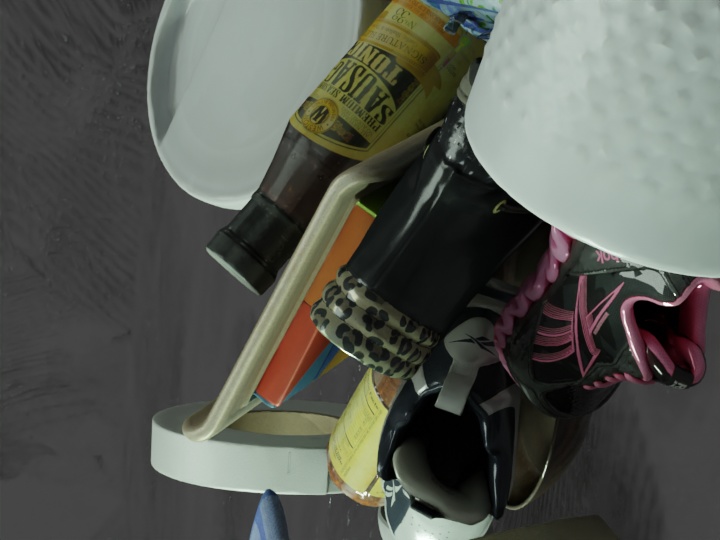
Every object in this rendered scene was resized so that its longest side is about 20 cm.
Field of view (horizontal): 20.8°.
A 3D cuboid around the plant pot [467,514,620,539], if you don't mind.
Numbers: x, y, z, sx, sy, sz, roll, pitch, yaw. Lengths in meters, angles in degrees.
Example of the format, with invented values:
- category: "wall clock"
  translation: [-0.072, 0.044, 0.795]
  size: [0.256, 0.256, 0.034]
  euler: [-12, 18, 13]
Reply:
- category: "plant pot"
  translation: [0.057, 0.250, 0.994]
  size: [0.200, 0.176, 0.201]
  euler: [-130, 43, -72]

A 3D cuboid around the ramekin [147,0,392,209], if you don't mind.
- category: "ramekin"
  translation: [-0.034, -0.128, 1.196]
  size: [0.202, 0.094, 0.203]
  euler: [-16, 68, 44]

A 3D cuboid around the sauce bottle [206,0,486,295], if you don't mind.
- category: "sauce bottle"
  translation: [-0.004, -0.073, 1.064]
  size: [0.200, 0.066, 0.066]
  euler: [-51, 11, -7]

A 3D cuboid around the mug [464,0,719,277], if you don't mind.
- category: "mug"
  translation: [0.143, -0.122, 0.763]
  size: [0.200, 0.147, 0.176]
  euler: [-53, -15, -56]

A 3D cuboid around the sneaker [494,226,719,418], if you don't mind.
- category: "sneaker"
  translation: [0.125, 0.028, 0.941]
  size: [0.096, 0.079, 0.200]
  euler: [59, 158, 27]

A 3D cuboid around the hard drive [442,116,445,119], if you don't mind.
- category: "hard drive"
  translation: [0.029, -0.050, 1.212]
  size: [0.200, 0.033, 0.140]
  euler: [-33, 48, 52]

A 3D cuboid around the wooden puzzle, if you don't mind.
- category: "wooden puzzle"
  translation: [0.000, 0.000, 1.065]
  size: [0.200, 0.037, 0.185]
  euler: [-56, -12, 29]

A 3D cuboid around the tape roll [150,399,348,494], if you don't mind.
- category: "tape roll"
  translation: [-0.058, 0.131, 1.479]
  size: [0.203, 0.202, 0.037]
  euler: [-151, 63, -76]

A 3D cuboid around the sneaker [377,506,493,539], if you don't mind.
- category: "sneaker"
  translation: [0.056, 0.194, 1.251]
  size: [0.200, 0.073, 0.085]
  euler: [-99, -4, -72]

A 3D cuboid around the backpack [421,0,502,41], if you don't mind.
- category: "backpack"
  translation: [0.099, -0.172, 0.958]
  size: [0.200, 0.153, 0.164]
  euler: [-77, -1, -84]

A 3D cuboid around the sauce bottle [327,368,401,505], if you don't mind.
- category: "sauce bottle"
  translation: [0.037, 0.071, 1.191]
  size: [0.200, 0.066, 0.066]
  euler: [122, 148, -49]

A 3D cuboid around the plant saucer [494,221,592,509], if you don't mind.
- category: "plant saucer"
  translation: [0.101, 0.039, 1.148]
  size: [0.200, 0.032, 0.201]
  euler: [180, 90, -77]

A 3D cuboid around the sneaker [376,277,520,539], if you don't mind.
- category: "sneaker"
  translation: [0.042, 0.113, 1.073]
  size: [0.130, 0.079, 0.200]
  euler: [-61, -7, -53]

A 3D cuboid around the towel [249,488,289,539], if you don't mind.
- category: "towel"
  translation: [-0.046, 0.231, 1.004]
  size: [0.200, 0.024, 0.147]
  euler: [-103, 19, -54]

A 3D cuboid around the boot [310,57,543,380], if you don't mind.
- category: "boot"
  translation: [0.054, -0.023, 0.990]
  size: [0.154, 0.073, 0.203]
  euler: [-55, -15, 8]
